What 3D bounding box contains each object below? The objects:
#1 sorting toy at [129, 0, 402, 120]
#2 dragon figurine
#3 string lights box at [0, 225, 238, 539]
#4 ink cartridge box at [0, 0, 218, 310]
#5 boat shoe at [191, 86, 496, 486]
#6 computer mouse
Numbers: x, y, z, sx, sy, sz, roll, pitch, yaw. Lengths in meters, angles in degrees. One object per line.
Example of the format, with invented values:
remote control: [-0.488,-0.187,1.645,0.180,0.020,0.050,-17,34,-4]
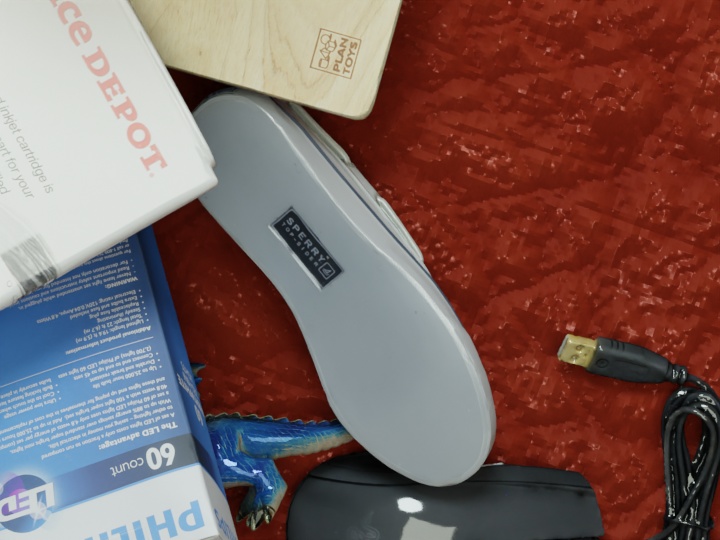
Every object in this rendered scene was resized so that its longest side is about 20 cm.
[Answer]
sorting toy: [-0.066,-0.187,1.225,0.198,0.070,0.201,15,93,-3]
dragon figurine: [-0.084,0.076,1.252,0.200,0.059,0.100,-32,96,0]
string lights box: [-0.125,0.047,1.197,0.102,0.059,0.200,-18,65,3]
ink cartridge box: [-0.177,-0.050,1.139,0.200,0.084,0.146,-30,96,-5]
boat shoe: [0.000,0.000,1.247,0.073,0.065,0.200,-30,94,23]
computer mouse: [0.072,0.096,1.270,0.199,0.046,0.141,10,95,-4]
